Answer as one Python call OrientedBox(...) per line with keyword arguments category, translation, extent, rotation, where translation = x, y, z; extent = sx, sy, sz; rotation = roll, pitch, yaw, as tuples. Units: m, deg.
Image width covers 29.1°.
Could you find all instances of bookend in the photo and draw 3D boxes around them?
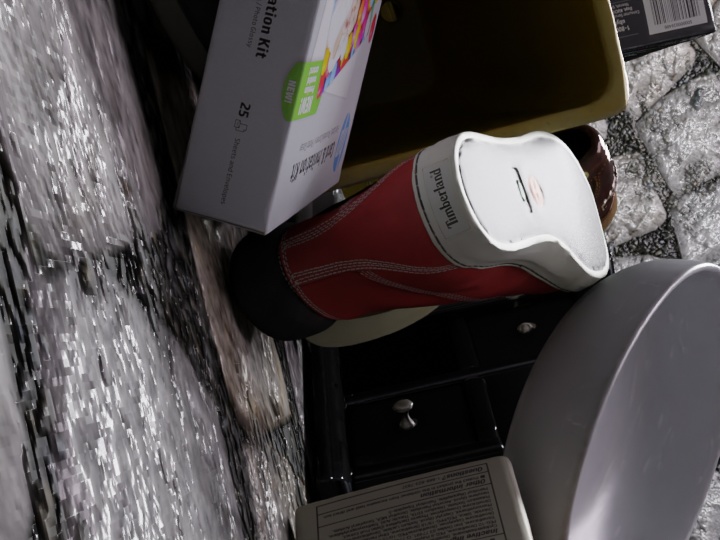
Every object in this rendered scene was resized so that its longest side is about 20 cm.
OrientedBox(category="bookend", translation=(0.075, 0.087, 0.800), extent=(0.200, 0.196, 0.093), rotation=(-96, 173, -67))

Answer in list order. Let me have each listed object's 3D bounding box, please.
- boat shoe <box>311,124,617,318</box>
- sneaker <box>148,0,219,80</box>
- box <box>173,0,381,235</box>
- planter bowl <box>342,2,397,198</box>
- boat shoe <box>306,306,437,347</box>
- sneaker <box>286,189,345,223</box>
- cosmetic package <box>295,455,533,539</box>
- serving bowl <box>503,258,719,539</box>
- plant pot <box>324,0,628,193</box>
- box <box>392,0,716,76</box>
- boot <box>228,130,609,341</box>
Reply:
OrientedBox(category="boat shoe", translation=(0.042, -0.032, 0.758), extent=(0.070, 0.198, 0.071), rotation=(55, 16, -62))
OrientedBox(category="sneaker", translation=(-0.050, -0.184, 0.555), extent=(0.075, 0.105, 0.203), rotation=(54, 23, -83))
OrientedBox(category="box", translation=(-0.016, -0.126, 0.548), extent=(0.156, 0.041, 0.203), rotation=(-50, 155, -76))
OrientedBox(category="planter bowl", translation=(-0.016, -0.112, 0.997), extent=(0.200, 0.082, 0.203), rotation=(168, -90, -83))
OrientedBox(category="boat shoe", translation=(0.039, -0.023, 0.839), extent=(0.074, 0.201, 0.063), rotation=(49, -12, -1))
OrientedBox(category="sneaker", translation=(0.000, 0.000, 0.909), extent=(0.075, 0.081, 0.201), rotation=(-101, 176, -45))
OrientedBox(category="cosmetic package", translation=(0.031, 0.165, 0.536), extent=(0.201, 0.104, 0.072), rotation=(-95, 170, -64))
OrientedBox(category="serving bowl", translation=(0.124, 0.087, 0.708), extent=(0.199, 0.065, 0.203), rotation=(-31, 129, -48))
OrientedBox(category="plant pot", translation=(0.004, -0.148, 0.757), extent=(0.200, 0.192, 0.198), rotation=(177, -102, -79))
OrientedBox(category="box", translation=(0.111, -0.186, 0.915), extent=(0.200, 0.147, 0.126), rotation=(177, -100, -71))
OrientedBox(category="boot", translation=(0.028, -0.008, 0.656), extent=(0.199, 0.143, 0.073), rotation=(4, 67, -60))
